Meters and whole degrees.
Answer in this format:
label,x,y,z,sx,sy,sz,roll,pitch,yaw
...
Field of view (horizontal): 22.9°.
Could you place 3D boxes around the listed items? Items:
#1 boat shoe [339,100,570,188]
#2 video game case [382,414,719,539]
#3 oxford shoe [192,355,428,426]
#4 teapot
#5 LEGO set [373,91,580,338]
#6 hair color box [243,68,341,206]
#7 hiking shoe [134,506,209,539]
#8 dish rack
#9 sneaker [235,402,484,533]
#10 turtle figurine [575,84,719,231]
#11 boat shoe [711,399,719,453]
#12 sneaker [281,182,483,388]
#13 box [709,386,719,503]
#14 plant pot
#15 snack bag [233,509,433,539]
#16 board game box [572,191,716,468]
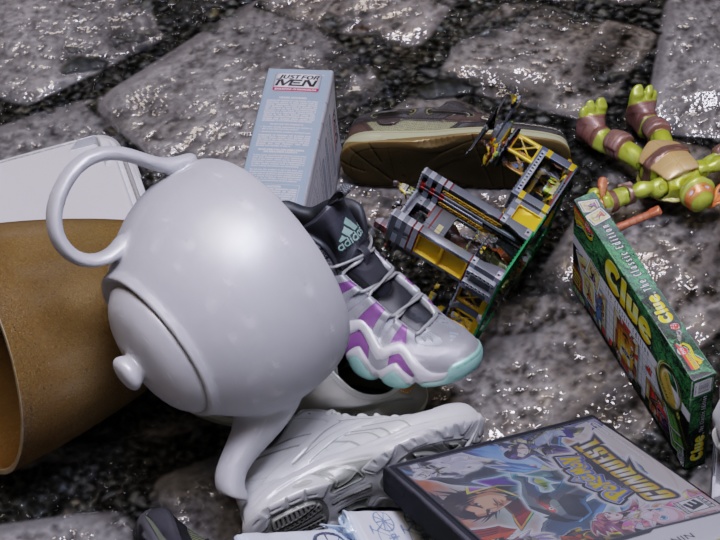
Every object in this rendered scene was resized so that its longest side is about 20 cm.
label,x,y,z,sx,sy,sz,roll,pitch,yaw
boat shoe,0.082,-0.115,1.535,0.198,0.073,0.065,2,52,6
video game case,0.139,0.164,1.218,0.179,0.026,0.200,-11,24,-24
oxford shoe,-0.047,0.082,1.373,0.198,0.058,0.076,2,49,8
teapot,-0.115,0.026,1.245,0.146,0.198,0.200,-37,64,-22
LEGO set,0.078,-0.035,1.406,0.115,0.154,0.200,31,62,8
hair color box,-0.060,-0.066,1.482,0.060,0.099,0.201,3,47,8
hiking shoe,-0.073,0.229,1.237,0.100,0.076,0.200,-31,61,-34
dish rack,-0.260,-0.040,1.513,0.170,0.044,0.201,-15,49,-11
sneaker,-0.007,0.130,1.314,0.199,0.078,0.100,-18,45,-14
turtle figurine,0.265,-0.096,1.508,0.199,0.065,0.162,-27,42,-8
boat shoe,0.279,0.107,1.251,0.065,0.072,0.201,-15,54,38
sneaker,0.000,0.000,1.314,0.199,0.141,0.078,17,37,22
box,0.325,0.178,1.258,0.157,0.049,0.201,6,48,9
plant pot,-0.212,0.034,1.364,0.199,0.187,0.186,-19,47,-30
snack bag,0.028,0.231,1.186,0.199,0.021,0.189,4,36,-39
board game box,0.212,0.043,1.355,0.023,0.105,0.201,-16,47,-12
